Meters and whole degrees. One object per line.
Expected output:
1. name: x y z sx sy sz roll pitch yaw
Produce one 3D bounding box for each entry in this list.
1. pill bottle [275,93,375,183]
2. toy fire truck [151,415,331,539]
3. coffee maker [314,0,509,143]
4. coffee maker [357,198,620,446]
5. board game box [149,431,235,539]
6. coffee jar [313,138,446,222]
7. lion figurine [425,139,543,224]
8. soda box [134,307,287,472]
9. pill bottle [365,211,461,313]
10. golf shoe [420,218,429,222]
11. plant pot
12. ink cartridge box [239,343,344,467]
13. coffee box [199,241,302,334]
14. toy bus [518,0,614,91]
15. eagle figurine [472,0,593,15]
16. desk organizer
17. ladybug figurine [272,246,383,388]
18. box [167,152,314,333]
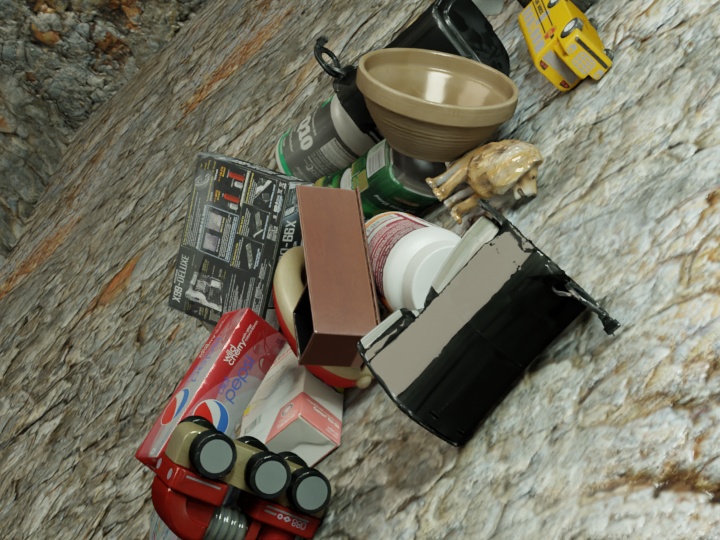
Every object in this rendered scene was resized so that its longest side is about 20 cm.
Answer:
1. pill bottle: -0.023 -0.195 2.130 0.199 0.113 0.114 -32 27 40
2. toy fire truck: -0.149 0.273 1.548 0.202 0.175 0.128 -67 23 -3
3. coffee maker: 0.068 -0.274 1.942 0.199 0.191 0.136 -37 32 34
4. coffee maker: 0.111 0.060 1.393 0.200 0.134 0.192 -49 21 6
5. board game box: -0.200 0.269 1.731 0.199 0.043 0.202 -102 34 -65
6. coffee jar: 0.014 -0.099 1.898 0.199 0.103 0.086 -28 57 47
7. lion figurine: 0.143 -0.117 1.715 0.122 0.073 0.200 -39 17 4
8. soda box: -0.165 0.141 1.636 0.070 0.063 0.201 -12 43 59
9. pill bottle: 0.065 0.002 1.620 0.110 0.109 0.200 -52 20 -3
10. golf shoe: 0.000 0.000 1.781 0.200 0.094 0.078 -46 17 8
11. plant pot: 0.087 -0.193 1.778 0.201 0.198 0.094 -97 15 -62
12. ink cartridge box: -0.078 0.152 1.727 0.116 0.067 0.201 -40 24 27
13. coffee box: -0.114 -0.001 1.872 0.200 0.080 0.113 -43 -9 28
14. toy bus: 0.245 -0.280 1.778 0.078 0.065 0.201 -43 22 19
15. eagle figurine: 0.210 -0.401 1.905 0.150 0.153 0.200 -13 21 -4
16. desk organizer: -0.034 0.005 1.623 0.072 0.076 0.202 119 149 -50
17. ladybug figurine: -0.040 0.061 1.692 0.072 0.135 0.201 -54 45 32
18. box: -0.148 -0.028 1.790 0.157 0.050 0.203 19 101 36
